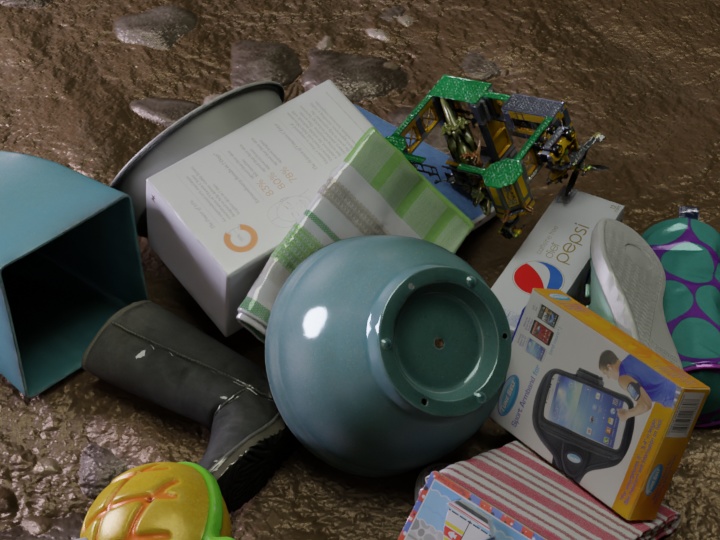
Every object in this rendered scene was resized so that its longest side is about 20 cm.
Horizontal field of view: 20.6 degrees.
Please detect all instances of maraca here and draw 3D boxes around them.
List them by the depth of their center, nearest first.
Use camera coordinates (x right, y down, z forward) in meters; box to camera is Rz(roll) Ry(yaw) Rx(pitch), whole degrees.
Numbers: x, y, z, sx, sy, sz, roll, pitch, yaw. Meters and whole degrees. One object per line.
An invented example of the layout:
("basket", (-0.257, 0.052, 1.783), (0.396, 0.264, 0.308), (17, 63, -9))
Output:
("maraca", (-0.149, 0.217, 1.491), (0.137, 0.107, 0.200), (-52, 29, 4))

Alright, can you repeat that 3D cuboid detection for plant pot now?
("plant pot", (0.040, 0.062, 1.589), (0.199, 0.134, 0.202), (4, 81, -25))
("plant pot", (-0.309, -0.015, 1.743), (0.200, 0.142, 0.141), (29, 48, 36))

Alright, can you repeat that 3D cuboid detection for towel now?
("towel", (0.151, 0.187, 1.558), (0.146, 0.030, 0.200), (29, 20, 26))
("towel", (0.000, 0.000, 1.675), (0.200, 0.149, 0.031), (-55, 33, -11))

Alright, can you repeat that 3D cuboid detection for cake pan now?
("cake pan", (-0.143, -0.096, 1.801), (0.200, 0.200, 0.037), (-30, 77, -29))

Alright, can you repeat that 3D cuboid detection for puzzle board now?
("puzzle board", (0.098, 0.261, 1.456), (0.199, 0.151, 0.017), (30, 9, 27))

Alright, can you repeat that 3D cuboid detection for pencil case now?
("pencil case", (0.289, 0.041, 1.729), (0.092, 0.085, 0.201), (-5, 43, 6))

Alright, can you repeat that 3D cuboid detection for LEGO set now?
("LEGO set", (0.117, -0.087, 1.804), (0.199, 0.116, 0.154), (7, 49, 33))

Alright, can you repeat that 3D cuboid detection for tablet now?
("tablet", (0.039, -0.097, 1.886), (0.199, 0.014, 0.130), (30, 31, 19))

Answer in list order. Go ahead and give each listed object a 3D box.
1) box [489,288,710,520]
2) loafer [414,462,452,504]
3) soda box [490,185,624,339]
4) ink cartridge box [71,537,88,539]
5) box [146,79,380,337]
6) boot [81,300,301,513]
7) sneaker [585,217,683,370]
("box", (0.180, 0.101, 1.600), (0.041, 0.120, 0.200), (3, 23, -45))
("loafer", (0.094, 0.219, 1.541), (0.070, 0.070, 0.200), (-14, 45, -16))
("soda box", (0.168, 0.013, 1.768), (0.063, 0.068, 0.200), (20, 46, 20))
("ink cartridge box", (-0.269, 0.306, 1.382), (0.199, 0.147, 0.146), (-12, 45, -13))
("box", (-0.071, -0.056, 1.727), (0.199, 0.098, 0.124), (-30, 63, -23))
("boot", (-0.151, 0.108, 1.656), (0.199, 0.073, 0.182), (28, 35, 18))
("sneaker", (0.204, 0.053, 1.683), (0.073, 0.118, 0.201), (21, 41, -25))
